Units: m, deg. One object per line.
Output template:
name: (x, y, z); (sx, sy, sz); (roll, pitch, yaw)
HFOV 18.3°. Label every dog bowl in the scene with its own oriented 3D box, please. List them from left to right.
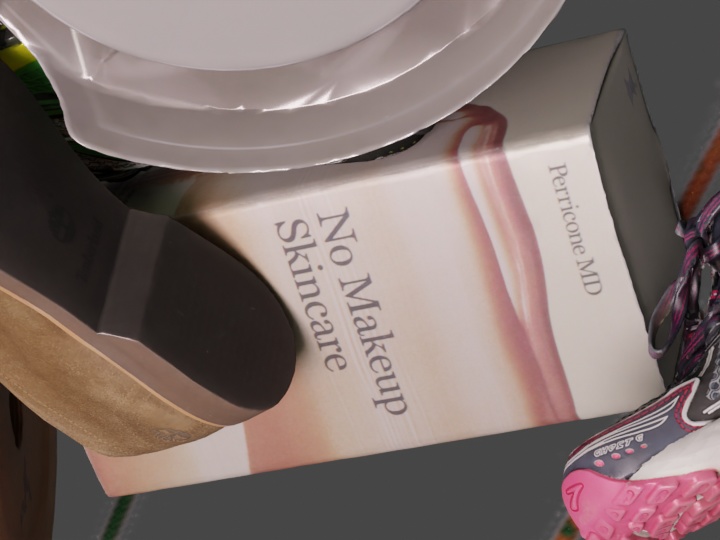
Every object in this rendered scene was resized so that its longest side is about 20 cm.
dog bowl: (-0.035, -0.122, 0.576); (0.200, 0.059, 0.200); (0, 128, -1)

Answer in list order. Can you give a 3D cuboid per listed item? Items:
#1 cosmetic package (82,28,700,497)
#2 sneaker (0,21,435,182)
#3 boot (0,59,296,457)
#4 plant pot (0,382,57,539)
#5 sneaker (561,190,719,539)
cosmetic package: (0.000, 0.000, 0.734); (0.200, 0.087, 0.103); (-13, 113, 20)
sneaker: (-0.066, -0.066, 0.706); (0.200, 0.078, 0.085); (11, 152, 22)
boot: (-0.116, -0.010, 0.662); (0.200, 0.074, 0.075); (42, 132, -22)
plant pot: (-0.184, 0.051, 0.772); (0.140, 0.200, 0.200); (-3, 104, 1)
sneaker: (0.119, 0.012, 0.665); (0.075, 0.200, 0.081); (46, 143, 5)
